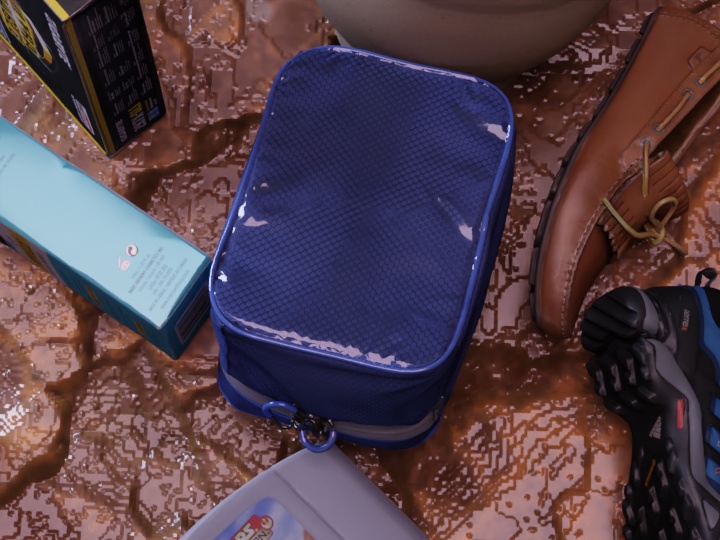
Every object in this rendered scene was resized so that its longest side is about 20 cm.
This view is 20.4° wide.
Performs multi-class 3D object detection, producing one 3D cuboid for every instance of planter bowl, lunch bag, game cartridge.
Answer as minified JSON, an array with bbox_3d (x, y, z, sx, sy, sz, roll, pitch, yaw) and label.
[{"bbox_3d":[0.051,-0.179,1.091,0.199,0.135,0.201,4,54,-6],"label":"planter bowl"},{"bbox_3d":[0.000,0.000,1.060,0.135,0.132,0.201,16,67,6],"label":"lunch bag"},{"bbox_3d":[-0.046,0.185,1.023,0.133,0.042,0.200,46,60,-2],"label":"game cartridge"}]

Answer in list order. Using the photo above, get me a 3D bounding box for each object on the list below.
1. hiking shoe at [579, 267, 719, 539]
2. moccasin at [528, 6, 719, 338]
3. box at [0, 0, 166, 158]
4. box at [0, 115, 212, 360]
[{"bbox_3d":[0.184,0.101,1.062,0.086,0.074,0.201,-10,88,-28],"label":"hiking shoe"},{"bbox_3d":[0.154,-0.049,1.108,0.078,0.074,0.202,26,68,15],"label":"moccasin"},{"bbox_3d":[-0.178,-0.161,1.070,0.049,0.200,0.160,-38,78,-11],"label":"box"},{"bbox_3d":[-0.171,-0.032,1.096,0.200,0.082,0.049,33,78,9],"label":"box"}]
